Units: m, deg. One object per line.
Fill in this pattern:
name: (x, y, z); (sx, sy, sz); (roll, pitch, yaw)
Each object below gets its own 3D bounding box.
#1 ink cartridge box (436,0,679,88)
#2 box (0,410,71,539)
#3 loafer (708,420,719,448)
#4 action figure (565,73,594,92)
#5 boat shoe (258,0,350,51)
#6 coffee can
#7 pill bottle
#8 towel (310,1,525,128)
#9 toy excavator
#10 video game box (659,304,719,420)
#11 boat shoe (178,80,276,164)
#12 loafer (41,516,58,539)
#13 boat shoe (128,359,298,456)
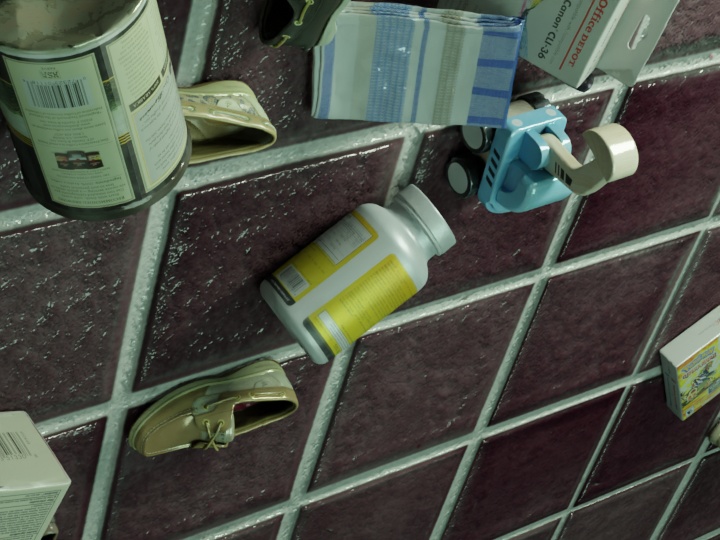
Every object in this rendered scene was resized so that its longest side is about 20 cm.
ink cartridge box: (0.188, -0.257, 1.615); (0.067, 0.200, 0.117); (-45, 163, -55)
box: (-0.399, 0.250, 1.703); (0.128, 0.109, 0.200); (0, 130, -47)
loafer: (0.659, 0.297, 2.893); (0.200, 0.068, 0.076); (12, 121, -52)
action figure: (0.180, -0.245, 1.754); (0.200, 0.069, 0.130); (22, 120, -42)
boat shoe: (-0.047, -0.249, 1.467); (0.060, 0.072, 0.201); (-12, 160, -15)
coffee can: (-0.222, -0.158, 1.364); (0.146, 0.146, 0.200); (-30, 146, -17)
pill bottle: (0.000, 0.000, 1.815); (0.200, 0.112, 0.112); (-37, 148, -5)
towel: (0.051, -0.193, 1.624); (0.200, 0.024, 0.147); (4, 138, -2)
toy excavator: (0.202, -0.114, 1.805); (0.100, 0.200, 0.195); (-19, 142, -31)
video game box: (0.550, 0.120, 2.592); (0.200, 0.047, 0.182); (-36, 145, -8)
boat shoe: (-0.169, -0.127, 1.535); (0.200, 0.063, 0.073); (-16, 141, -33)
loafer: (-0.379, 0.326, 1.856); (0.072, 0.063, 0.200); (-8, 135, -40)
boat shoe: (-0.159, 0.161, 1.884); (0.200, 0.066, 0.074); (-23, 144, -25)
